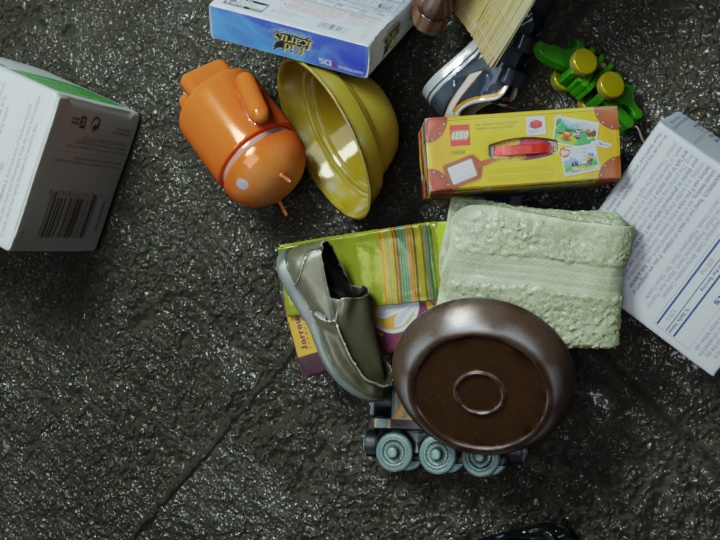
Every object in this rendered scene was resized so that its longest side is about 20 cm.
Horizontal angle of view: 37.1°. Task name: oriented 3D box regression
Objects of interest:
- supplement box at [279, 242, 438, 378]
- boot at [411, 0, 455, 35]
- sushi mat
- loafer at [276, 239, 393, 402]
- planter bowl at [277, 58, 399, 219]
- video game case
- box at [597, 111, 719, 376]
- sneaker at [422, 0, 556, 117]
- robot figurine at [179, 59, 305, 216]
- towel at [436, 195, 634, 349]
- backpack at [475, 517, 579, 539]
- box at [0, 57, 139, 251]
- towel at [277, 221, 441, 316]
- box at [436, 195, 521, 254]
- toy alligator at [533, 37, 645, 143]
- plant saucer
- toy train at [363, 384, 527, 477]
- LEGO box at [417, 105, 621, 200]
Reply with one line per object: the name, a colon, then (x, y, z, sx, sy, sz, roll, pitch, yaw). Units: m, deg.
supplement box: (0.017, 0.046, 1.270, 0.197, 0.085, 0.112, -18, 87, 19)
boot: (0.101, -0.385, 1.149, 0.063, 0.201, 0.189, 2, 59, -16)
sushi mat: (0.155, -0.310, 1.107, 0.097, 0.012, 0.201, 63, 149, 23)
loafer: (-0.018, 0.054, 1.187, 0.069, 0.075, 0.202, -32, 93, 28)
planter bowl: (-0.012, -0.168, 1.247, 0.083, 0.201, 0.202, -28, 82, -18)
video game case: (-0.044, -0.301, 1.229, 0.197, 0.182, 0.046, 18, 133, 17)
box: (0.352, -0.032, 1.127, 0.199, 0.105, 0.185, 38, 117, 13)
sneaker: (0.163, -0.239, 1.213, 0.200, 0.078, 0.080, -45, 74, 27)
robot figurine: (-0.142, -0.160, 1.290, 0.144, 0.116, 0.201, -45, 71, 23)
towel: (0.178, 0.006, 1.113, 0.196, 0.036, 0.151, 7, 100, 9)
backpack: (0.149, 0.374, 1.198, 0.197, 0.175, 0.156, -16, 84, 22)
box: (-0.419, -0.146, 1.348, 0.169, 0.199, 0.203, 23, 98, 16)
towel: (0.000, 0.000, 1.220, 0.196, 0.018, 0.088, -8, 88, 20)
box: (0.141, 0.020, 1.206, 0.047, 0.121, 0.204, -3, 91, 40)
toy alligator: (0.278, -0.199, 1.191, 0.199, 0.059, 0.055, 39, 70, -5)
plant saucer: (0.127, 0.122, 1.133, 0.196, 0.032, 0.203, 7, 122, 10)
toy train: (0.099, 0.180, 1.257, 0.196, 0.085, 0.116, 0, 81, 19)
LEGO box: (0.164, -0.123, 1.152, 0.196, 0.149, 0.079, -4, 91, 0)
